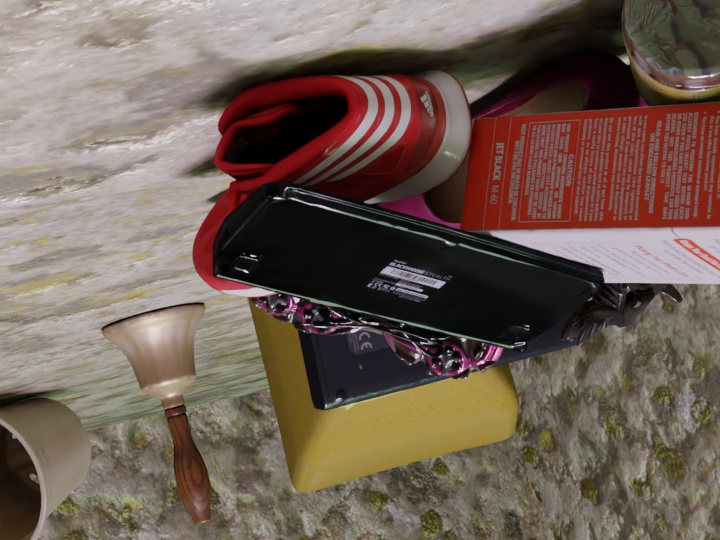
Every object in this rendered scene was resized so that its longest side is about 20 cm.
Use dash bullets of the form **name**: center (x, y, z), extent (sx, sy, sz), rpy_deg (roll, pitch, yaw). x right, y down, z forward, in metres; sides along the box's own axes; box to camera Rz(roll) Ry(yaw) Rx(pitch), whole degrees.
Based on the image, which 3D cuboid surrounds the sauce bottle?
- **sauce bottle**: center (0.162, -0.104, 0.684), extent (0.064, 0.066, 0.200), rpy_deg (-16, 174, 13)

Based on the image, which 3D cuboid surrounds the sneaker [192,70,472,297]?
- **sneaker**: center (-0.049, -0.048, 0.711), extent (0.115, 0.079, 0.199), rpy_deg (5, 150, -45)

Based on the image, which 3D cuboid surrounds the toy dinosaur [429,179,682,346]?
- **toy dinosaur**: center (0.137, -0.039, 0.856), extent (0.198, 0.137, 0.102), rpy_deg (-5, -158, 42)

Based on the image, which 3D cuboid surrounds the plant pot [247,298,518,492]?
- **plant pot**: center (0.017, 0.047, 1.097), extent (0.193, 0.197, 0.200), rpy_deg (-14, 168, -4)

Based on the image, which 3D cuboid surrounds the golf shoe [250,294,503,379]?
- **golf shoe**: center (0.000, 0.000, 0.907), extent (0.092, 0.198, 0.073), rpy_deg (-73, -172, -59)

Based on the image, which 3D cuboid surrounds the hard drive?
- **hard drive**: center (0.050, 0.003, 0.971), extent (0.198, 0.141, 0.033), rpy_deg (-12, -178, -19)

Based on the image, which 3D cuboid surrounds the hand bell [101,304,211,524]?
- **hand bell**: center (-0.176, 0.143, 1.369), extent (0.103, 0.203, 0.104), rpy_deg (-15, 174, -2)

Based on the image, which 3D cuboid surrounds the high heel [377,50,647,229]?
- **high heel**: center (0.070, -0.060, 0.795), extent (0.199, 0.068, 0.096), rpy_deg (-23, 175, 31)

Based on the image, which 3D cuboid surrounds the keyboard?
- **keyboard**: center (0.017, -0.005, 0.701), extent (0.198, 0.040, 0.104), rpy_deg (16, 142, -30)

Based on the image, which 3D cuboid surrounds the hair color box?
- **hair color box**: center (0.160, -0.034, 0.671), extent (0.198, 0.065, 0.111), rpy_deg (2, 168, 35)

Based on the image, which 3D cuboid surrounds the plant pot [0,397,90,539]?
- **plant pot**: center (-0.440, 0.247, 1.795), extent (0.198, 0.203, 0.183), rpy_deg (-17, -176, 19)
